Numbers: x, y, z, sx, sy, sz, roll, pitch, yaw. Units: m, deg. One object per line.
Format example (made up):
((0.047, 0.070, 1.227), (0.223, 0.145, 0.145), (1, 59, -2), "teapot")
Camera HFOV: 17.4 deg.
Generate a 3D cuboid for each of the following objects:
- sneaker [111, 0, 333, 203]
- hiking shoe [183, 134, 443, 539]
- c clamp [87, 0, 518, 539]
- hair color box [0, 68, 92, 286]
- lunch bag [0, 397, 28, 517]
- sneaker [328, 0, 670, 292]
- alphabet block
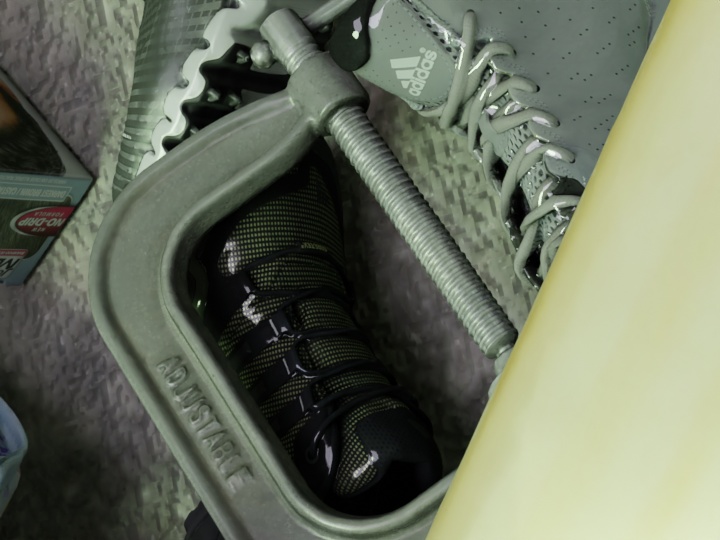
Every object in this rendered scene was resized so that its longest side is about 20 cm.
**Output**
((-0.052, -0.110, 0.842), (0.090, 0.066, 0.201), (29, 102, 34), "sneaker")
((-0.009, 0.043, 0.796), (0.100, 0.076, 0.201), (-3, 87, 42), "hiking shoe")
((0.000, 0.000, 0.750), (0.170, 0.027, 0.201), (-29, 66, 2), "c clamp")
((-0.205, -0.082, 0.925), (0.200, 0.099, 0.061), (49, 114, 25), "hair color box")
((-0.215, 0.103, 0.894), (0.200, 0.127, 0.170), (38, 112, 47), "lunch bag")
((0.042, -0.033, 0.698), (0.075, 0.115, 0.201), (125, 157, -47), "sneaker")
((0.156, 0.048, 0.556), (0.195, 0.196, 0.201), (34, 109, 29), "alphabet block")
